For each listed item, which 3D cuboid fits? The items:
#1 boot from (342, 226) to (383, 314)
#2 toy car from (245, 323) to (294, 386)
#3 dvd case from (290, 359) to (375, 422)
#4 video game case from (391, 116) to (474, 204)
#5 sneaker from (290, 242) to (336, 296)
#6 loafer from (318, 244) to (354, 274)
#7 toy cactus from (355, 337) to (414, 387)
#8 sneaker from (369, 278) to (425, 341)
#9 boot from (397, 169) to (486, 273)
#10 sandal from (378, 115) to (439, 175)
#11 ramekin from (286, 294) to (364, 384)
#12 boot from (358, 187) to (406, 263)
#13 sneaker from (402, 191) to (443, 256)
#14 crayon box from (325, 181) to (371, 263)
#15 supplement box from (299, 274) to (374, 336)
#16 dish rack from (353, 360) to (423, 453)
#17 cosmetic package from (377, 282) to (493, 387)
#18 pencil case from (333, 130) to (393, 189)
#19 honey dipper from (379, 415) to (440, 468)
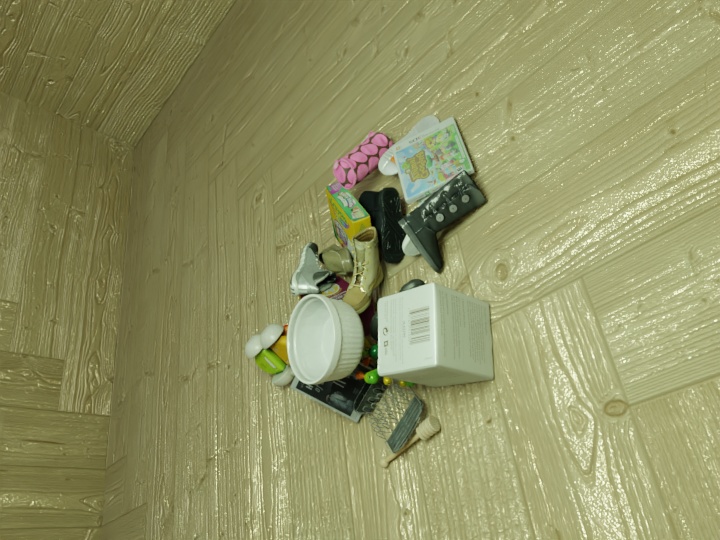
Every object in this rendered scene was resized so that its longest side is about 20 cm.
[{"bbox_3d":[0.000,0.000,1.418,0.071,0.158,0.201,12,40,23],"label":"boot"},{"bbox_3d":[-0.233,0.232,1.697,0.199,0.175,0.151,-33,17,38],"label":"toy car"},{"bbox_3d":[-0.061,0.276,1.438,0.153,0.197,0.025,-62,3,11],"label":"dvd case"},{"bbox_3d":[0.177,-0.280,1.422,0.179,0.022,0.203,-24,51,16],"label":"video game case"},{"bbox_3d":[-0.114,0.000,1.554,0.112,0.076,0.202,2,42,12],"label":"sneaker"},{"bbox_3d":[-0.068,-0.024,1.610,0.077,0.066,0.200,68,167,-15],"label":"loafer"},{"bbox_3d":[0.065,0.200,1.330,0.197,0.164,0.104,8,124,46],"label":"toy cactus"},{"bbox_3d":[0.095,0.112,1.392,0.201,0.074,0.080,-51,45,25],"label":"sneaker"},{"bbox_3d":[0.211,-0.114,1.334,0.199,0.166,0.066,-38,19,5],"label":"boot"},{"bbox_3d":[0.141,-0.325,1.530,0.206,0.059,0.079,-43,61,3],"label":"sandal"},{"bbox_3d":[-0.078,0.160,1.317,0.198,0.103,0.206,-10,77,50],"label":"ramekin"},{"bbox_3d":[0.055,-0.122,1.537,0.167,0.075,0.206,-178,81,-68],"label":"boot"},{"bbox_3d":[0.162,-0.139,1.419,0.201,0.073,0.116,-48,42,13],"label":"sneaker"},{"bbox_3d":[-0.027,-0.121,1.562,0.201,0.057,0.175,-126,19,-47],"label":"crayon box"},{"bbox_3d":[-0.066,0.108,1.520,0.199,0.129,0.105,32,137,50],"label":"supplement box"},{"bbox_3d":[0.067,0.320,1.339,0.156,0.054,0.200,-61,29,11],"label":"dish rack"},{"bbox_3d":[0.159,0.145,1.201,0.165,0.197,0.171,-20,60,43],"label":"cosmetic package"},{"bbox_3d":[0.005,-0.312,1.580,0.200,0.094,0.090,-45,8,-39],"label":"pencil case"},{"bbox_3d":[0.106,0.400,1.296,0.200,0.037,0.038,-48,44,29],"label":"honey dipper"}]
